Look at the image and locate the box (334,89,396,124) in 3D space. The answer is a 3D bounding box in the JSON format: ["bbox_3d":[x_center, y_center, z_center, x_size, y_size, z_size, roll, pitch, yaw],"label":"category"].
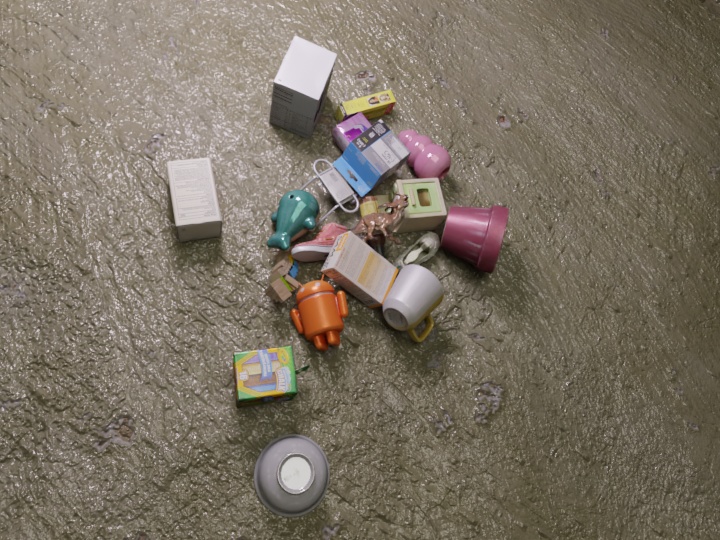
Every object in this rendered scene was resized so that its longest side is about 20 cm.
[{"bbox_3d":[0.016,-0.532,1.931,0.197,0.075,0.051,-22,78,-22],"label":"box"}]

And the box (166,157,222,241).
[{"bbox_3d":[-0.469,-0.200,1.661,0.125,0.109,0.204,-8,72,-17],"label":"box"}]

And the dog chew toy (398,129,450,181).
[{"bbox_3d":[0.198,-0.376,1.897,0.124,0.125,0.200,-37,73,-23],"label":"dog chew toy"}]

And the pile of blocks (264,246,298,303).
[{"bbox_3d":[-0.221,0.020,1.661,0.082,0.062,0.202,39,39,-24],"label":"pile of blocks"}]

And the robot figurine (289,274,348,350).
[{"bbox_3d":[-0.114,0.117,1.627,0.115,0.143,0.204,-3,69,-38],"label":"robot figurine"}]

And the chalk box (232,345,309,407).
[{"bbox_3d":[-0.229,0.276,1.532,0.195,0.125,0.126,-4,70,-14],"label":"chalk box"}]

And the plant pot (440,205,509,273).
[{"bbox_3d":[0.345,-0.112,1.800,0.175,0.201,0.203,16,65,9],"label":"plant pot"}]

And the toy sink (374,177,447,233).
[{"bbox_3d":[0.150,-0.201,1.817,0.195,0.112,0.133,-5,70,-15],"label":"toy sink"}]

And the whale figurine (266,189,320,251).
[{"bbox_3d":[-0.200,-0.149,1.690,0.156,0.105,0.202,14,56,27],"label":"whale figurine"}]

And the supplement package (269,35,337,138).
[{"bbox_3d":[-0.180,-0.564,1.824,0.144,0.200,0.195,21,66,-5],"label":"supplement package"}]

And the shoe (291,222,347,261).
[{"bbox_3d":[-0.117,-0.084,1.722,0.196,0.071,0.093,-3,67,-29],"label":"shoe"}]

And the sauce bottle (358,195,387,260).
[{"bbox_3d":[0.040,-0.122,1.783,0.065,0.066,0.205,-5,74,-16],"label":"sauce bottle"}]

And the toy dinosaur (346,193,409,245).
[{"bbox_3d":[0.052,-0.144,1.719,0.195,0.086,0.138,-10,70,-2],"label":"toy dinosaur"}]

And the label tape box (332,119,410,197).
[{"bbox_3d":[0.035,-0.343,1.787,0.199,0.063,0.145,-40,82,-22],"label":"label tape box"}]

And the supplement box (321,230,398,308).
[{"bbox_3d":[0.000,0.000,1.688,0.199,0.073,0.128,38,63,-23],"label":"supplement box"}]

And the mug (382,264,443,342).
[{"bbox_3d":[0.151,0.102,1.667,0.186,0.149,0.153,43,53,0],"label":"mug"}]

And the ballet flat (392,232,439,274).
[{"bbox_3d":[0.182,-0.056,1.796,0.199,0.072,0.072,-40,83,-25],"label":"ballet flat"}]

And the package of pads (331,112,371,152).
[{"bbox_3d":[0.011,-0.392,1.874,0.120,0.076,0.201,-34,81,-24],"label":"package of pads"}]

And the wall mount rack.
[{"bbox_3d":[-0.102,-0.231,1.790,0.172,0.075,0.201,-32,80,-26],"label":"wall mount rack"}]

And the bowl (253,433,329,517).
[{"bbox_3d":[-0.167,0.511,1.477,0.196,0.091,0.206,5,68,-12],"label":"bowl"}]
